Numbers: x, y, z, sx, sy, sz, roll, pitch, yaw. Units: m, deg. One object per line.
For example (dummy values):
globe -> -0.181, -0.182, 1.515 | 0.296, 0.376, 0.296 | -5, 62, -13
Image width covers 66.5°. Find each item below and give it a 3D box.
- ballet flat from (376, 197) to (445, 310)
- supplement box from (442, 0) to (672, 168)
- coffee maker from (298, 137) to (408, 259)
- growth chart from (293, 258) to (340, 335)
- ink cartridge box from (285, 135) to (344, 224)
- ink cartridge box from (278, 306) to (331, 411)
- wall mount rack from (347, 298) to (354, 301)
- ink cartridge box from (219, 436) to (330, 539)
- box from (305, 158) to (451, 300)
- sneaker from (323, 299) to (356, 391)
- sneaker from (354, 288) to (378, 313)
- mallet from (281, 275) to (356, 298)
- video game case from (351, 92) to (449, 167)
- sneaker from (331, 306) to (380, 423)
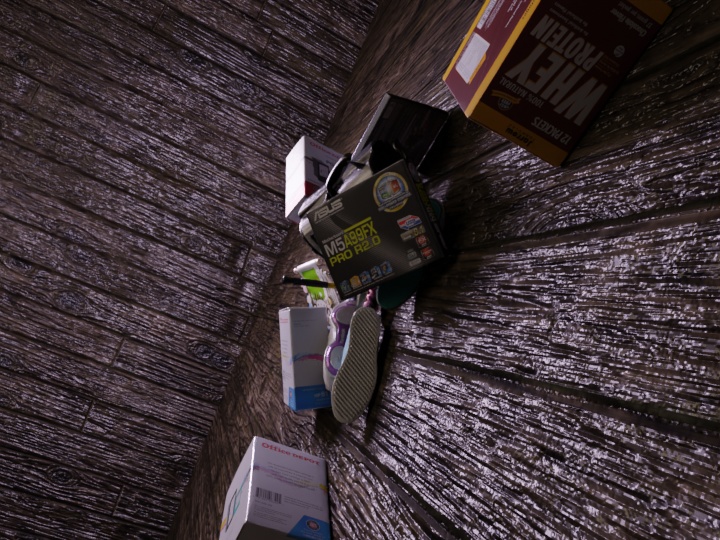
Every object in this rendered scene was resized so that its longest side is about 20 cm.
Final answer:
ballet flat -> 0.090, -0.025, 0.931 | 0.203, 0.071, 0.072 | -65, 15, 8
supplement box -> 0.220, -0.272, 0.676 | 0.199, 0.131, 0.201 | -59, 17, 27
coffee maker -> -0.002, -0.130, 1.018 | 0.199, 0.136, 0.192 | -35, 0, 29
growth chart -> -0.083, 0.069, 1.207 | 0.144, 0.018, 0.202 | -33, 79, 56
ink cartridge box -> -0.084, -0.182, 1.207 | 0.083, 0.144, 0.202 | -44, 37, 37
ink cartridge box -> -0.117, 0.178, 1.149 | 0.144, 0.083, 0.204 | 163, 103, -72
wall mount rack -> -0.043, 0.017, 1.249 | 0.201, 0.073, 0.175 | -86, 11, -50
ink cartridge box -> -0.146, 0.417, 0.924 | 0.147, 0.145, 0.200 | -63, 15, 16
box -> 0.025, -0.061, 0.881 | 0.198, 0.162, 0.044 | -24, -2, 28
sneaker -> -0.038, 0.145, 1.085 | 0.100, 0.074, 0.202 | 104, -177, -47
sneaker -> 0.000, 0.000, 1.072 | 0.079, 0.094, 0.203 | 74, -157, -61
mallet -> -0.063, 0.032, 1.111 | 0.066, 0.197, 0.042 | 148, 128, -74
video game case -> 0.083, -0.270, 1.099 | 0.019, 0.198, 0.144 | 47, 122, 27
sneaker -> -0.002, 0.170, 0.963 | 0.082, 0.073, 0.203 | 89, -163, -68
